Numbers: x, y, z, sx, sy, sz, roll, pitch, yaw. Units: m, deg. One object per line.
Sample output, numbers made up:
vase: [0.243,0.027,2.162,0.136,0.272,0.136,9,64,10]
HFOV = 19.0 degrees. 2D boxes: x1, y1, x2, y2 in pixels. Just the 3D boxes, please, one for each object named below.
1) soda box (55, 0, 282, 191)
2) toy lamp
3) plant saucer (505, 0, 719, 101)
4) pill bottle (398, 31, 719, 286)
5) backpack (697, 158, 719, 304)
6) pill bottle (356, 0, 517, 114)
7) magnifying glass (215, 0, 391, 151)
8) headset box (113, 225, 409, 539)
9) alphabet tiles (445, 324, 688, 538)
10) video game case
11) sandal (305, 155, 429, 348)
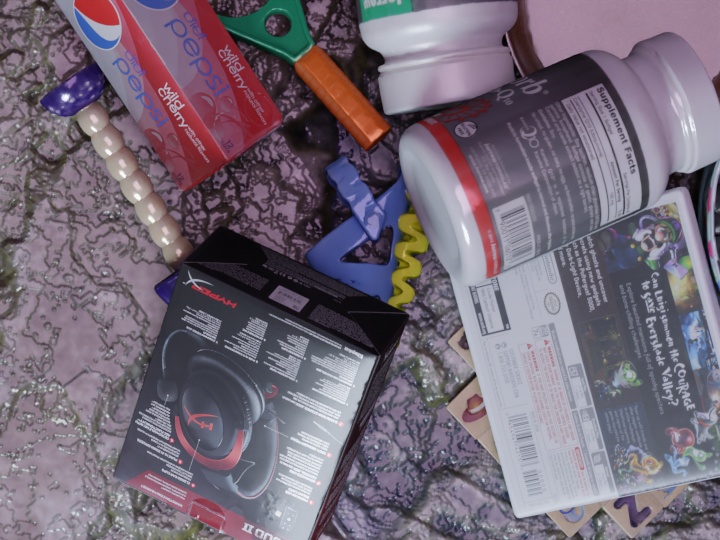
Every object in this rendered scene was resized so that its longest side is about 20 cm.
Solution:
soda box: [-0.141,-0.161,1.489,0.070,0.063,0.201,-38,95,-42]
toy lamp: [-0.151,-0.047,1.509,0.058,0.058,0.201,-34,92,-4]
plant saucer: [0.197,-0.191,1.550,0.198,0.032,0.202,0,91,-6]
pill bottle: [0.136,-0.079,1.446,0.199,0.116,0.117,-24,94,-10]
backpack: [0.335,-0.037,1.507,0.198,0.151,0.179,-3,94,-1]
pill bottle: [0.049,-0.214,1.494,0.112,0.113,0.202,-9,91,-5]
magnifying glass: [-0.053,-0.166,1.517,0.079,0.022,0.200,-41,83,-7]
headset box: [-0.072,0.095,1.465,0.148,0.075,0.201,24,117,9]
alphabet tiles: [0.166,0.089,1.567,0.166,0.006,0.200,-44,95,-2]
video game case: [0.168,0.060,1.515,0.181,0.023,0.202,-14,93,22]
sandal: [0.000,0.000,1.518,0.086,0.079,0.202,15,82,-2]
